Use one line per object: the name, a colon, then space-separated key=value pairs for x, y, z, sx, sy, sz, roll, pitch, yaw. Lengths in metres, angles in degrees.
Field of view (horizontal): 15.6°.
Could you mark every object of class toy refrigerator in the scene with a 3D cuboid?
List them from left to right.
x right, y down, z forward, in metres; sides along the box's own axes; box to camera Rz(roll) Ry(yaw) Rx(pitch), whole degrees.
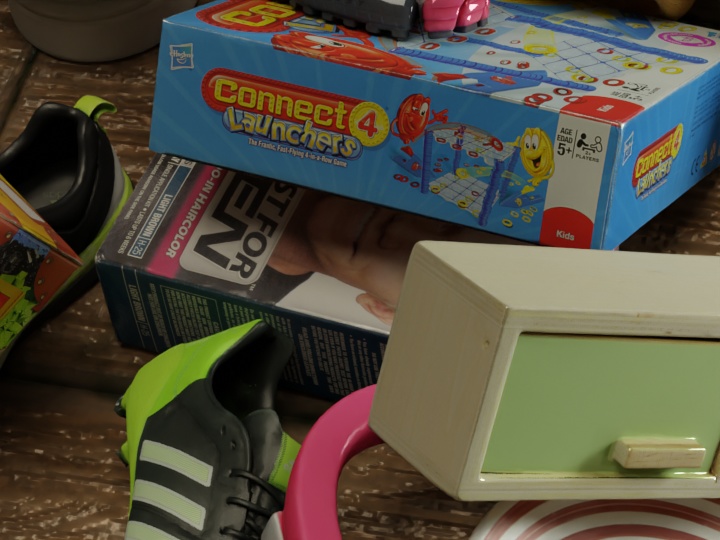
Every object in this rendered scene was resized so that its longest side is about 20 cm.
toy refrigerator: x=0.110 y=0.040 z=0.979 sx=0.199 sy=0.076 sz=0.070 roll=3 pitch=20 yaw=-34

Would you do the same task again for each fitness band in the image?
fitness band: x=0.045 y=0.126 z=0.979 sx=0.143 sy=0.037 sz=0.200 roll=-3 pitch=52 yaw=-24

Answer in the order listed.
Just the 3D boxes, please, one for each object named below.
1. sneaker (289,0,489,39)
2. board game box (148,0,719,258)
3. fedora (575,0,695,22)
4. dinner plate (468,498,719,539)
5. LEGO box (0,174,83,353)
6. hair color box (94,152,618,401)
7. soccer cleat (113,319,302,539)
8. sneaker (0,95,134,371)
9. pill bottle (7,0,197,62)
sneaker: x=-0.033 y=-0.154 z=1.101 sx=0.199 sy=0.075 sz=0.081 roll=14 pitch=19 yaw=20
board game box: x=0.043 y=-0.075 z=1.103 sx=0.195 sy=0.056 sz=0.200 roll=14 pitch=19 yaw=19
fedora: x=0.109 y=-0.160 z=1.176 sx=0.200 sy=0.201 sz=0.082 roll=14 pitch=89 yaw=19
dinner plate: x=0.121 y=0.154 z=0.949 sx=0.199 sy=0.024 sz=0.201 roll=14 pitch=45 yaw=-14
LEGO box: x=-0.233 y=-0.018 z=1.074 sx=0.149 sy=0.077 sz=0.200 roll=-48 pitch=59 yaw=3
hair color box: x=0.000 y=0.000 z=1.110 sx=0.199 sy=0.061 sz=0.100 roll=14 pitch=54 yaw=19
soccer cleat: x=-0.053 y=0.103 z=1.019 sx=0.081 sy=0.067 sz=0.201 roll=-30 pitch=44 yaw=24
sneaker: x=-0.174 y=-0.001 z=1.122 sx=0.072 sy=0.083 sz=0.200 roll=24 pitch=58 yaw=26
pill bottle: x=-0.135 y=-0.197 z=1.202 sx=0.113 sy=0.200 sz=0.114 roll=-4 pitch=51 yaw=5
